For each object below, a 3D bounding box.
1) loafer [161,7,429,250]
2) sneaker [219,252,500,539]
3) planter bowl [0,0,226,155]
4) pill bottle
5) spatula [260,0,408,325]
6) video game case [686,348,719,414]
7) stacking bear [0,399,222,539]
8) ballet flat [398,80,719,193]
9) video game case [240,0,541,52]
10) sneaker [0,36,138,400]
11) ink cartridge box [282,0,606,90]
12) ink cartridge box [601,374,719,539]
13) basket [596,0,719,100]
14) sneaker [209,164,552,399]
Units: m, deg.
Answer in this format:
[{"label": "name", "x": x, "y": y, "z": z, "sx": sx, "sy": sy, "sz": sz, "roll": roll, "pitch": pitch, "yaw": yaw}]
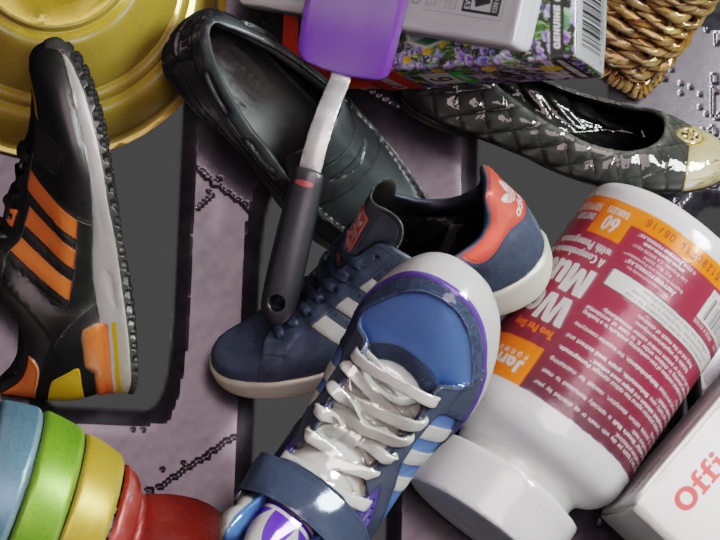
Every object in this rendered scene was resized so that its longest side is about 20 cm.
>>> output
[{"label": "loafer", "x": -0.026, "y": -0.067, "z": 1.305, "sx": 0.200, "sy": 0.070, "sz": 0.068, "roll": 43, "pitch": 76, "yaw": -14}, {"label": "sneaker", "x": -0.007, "y": 0.097, "z": 1.202, "sx": 0.080, "sy": 0.200, "sz": 0.147, "roll": 34, "pitch": 43, "yaw": 3}, {"label": "planter bowl", "x": -0.171, "y": -0.168, "z": 1.308, "sx": 0.199, "sy": 0.083, "sz": 0.202, "roll": 1, "pitch": 82, "yaw": -7}, {"label": "pill bottle", "x": 0.120, "y": 0.060, "z": 1.297, "sx": 0.109, "sy": 0.110, "sz": 0.200, "roll": 36, "pitch": 78, "yaw": -1}, {"label": "spatula", "x": -0.022, "y": -0.069, "z": 1.254, "sx": 0.056, "sy": 0.021, "sz": 0.201, "roll": 16, "pitch": 91, "yaw": 12}, {"label": "video game case", "x": 0.281, "y": 0.136, "z": 1.348, "sx": 0.180, "sy": 0.026, "sz": 0.201, "roll": -2, "pitch": 81, "yaw": -8}, {"label": "stacking bear", "x": -0.161, "y": 0.137, "z": 1.254, "sx": 0.199, "sy": 0.121, "sz": 0.114, "roll": 21, "pitch": 87, "yaw": -13}, {"label": "ballet flat", "x": 0.117, "y": -0.090, "z": 1.339, "sx": 0.199, "sy": 0.067, "sz": 0.057, "roll": 16, "pitch": 121, "yaw": -3}, {"label": "video game case", "x": 0.032, "y": -0.228, "z": 1.269, "sx": 0.181, "sy": 0.023, "sz": 0.201, "roll": 13, "pitch": 90, "yaw": 32}, {"label": "sneaker", "x": -0.174, "y": -0.022, "z": 1.268, "sx": 0.089, "sy": 0.070, "sz": 0.201, "roll": -9, "pitch": 107, "yaw": -4}, {"label": "ink cartridge box", "x": 0.036, "y": -0.158, "z": 1.299, "sx": 0.199, "sy": 0.050, "sz": 0.110, "roll": -2, "pitch": 81, "yaw": 26}, {"label": "ink cartridge box", "x": 0.255, "y": 0.144, "z": 1.288, "sx": 0.200, "sy": 0.084, "sz": 0.146, "roll": 43, "pitch": 79, "yaw": 1}, {"label": "basket", "x": 0.135, "y": -0.229, "z": 1.369, "sx": 0.199, "sy": 0.149, "sz": 0.143, "roll": 31, "pitch": 46, "yaw": -1}, {"label": "sneaker", "x": 0.000, "y": 0.000, "z": 1.278, "sx": 0.199, "sy": 0.075, "sz": 0.085, "roll": -23, "pitch": 127, "yaw": 7}]
